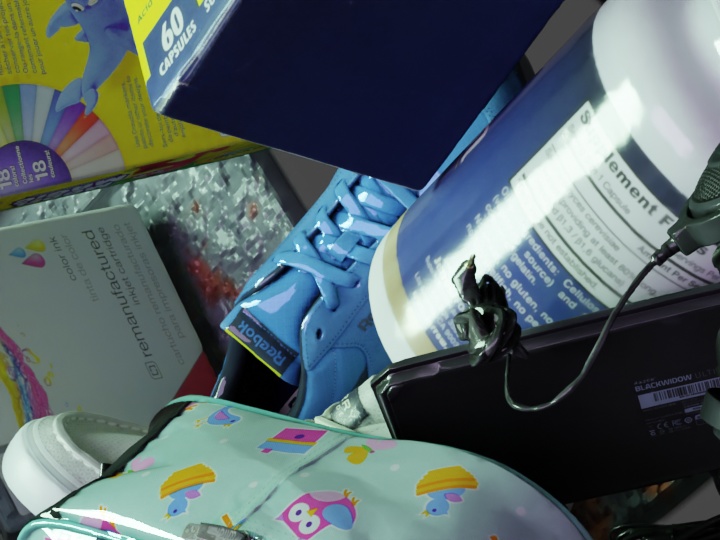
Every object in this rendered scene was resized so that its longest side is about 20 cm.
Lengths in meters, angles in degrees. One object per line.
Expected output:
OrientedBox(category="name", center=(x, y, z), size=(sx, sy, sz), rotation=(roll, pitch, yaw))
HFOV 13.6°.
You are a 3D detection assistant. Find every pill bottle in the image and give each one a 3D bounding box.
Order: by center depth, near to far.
OrientedBox(category="pill bottle", center=(0.101, -0.030, 0.998), size=(0.200, 0.111, 0.111), rotation=(-46, 68, 34))

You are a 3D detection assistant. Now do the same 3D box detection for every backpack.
OrientedBox(category="backpack", center=(-0.007, 0.141, 0.959), size=(0.199, 0.153, 0.176), rotation=(1, 121, 36))

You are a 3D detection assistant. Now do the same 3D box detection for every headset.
OrientedBox(category="headset", center=(0.129, 0.006, 0.911), size=(0.199, 0.094, 0.124), rotation=(-9, 99, -4))

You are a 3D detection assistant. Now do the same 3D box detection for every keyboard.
OrientedBox(category="keyboard", center=(0.113, 0.051, 0.990), size=(0.199, 0.021, 0.127), rotation=(-13, 131, 8))

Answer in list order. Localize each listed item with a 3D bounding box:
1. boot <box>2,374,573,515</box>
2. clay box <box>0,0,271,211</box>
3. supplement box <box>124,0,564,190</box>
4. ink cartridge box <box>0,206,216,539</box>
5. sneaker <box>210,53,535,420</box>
OrientedBox(category="boot", center=(-0.022, 0.072, 1.091), size=(0.096, 0.199, 0.074), rotation=(-60, 20, 23))
OrientedBox(category="clay box", center=(-0.120, -0.085, 1.118), size=(0.048, 0.199, 0.115), rotation=(156, 99, -69))
OrientedBox(category="supplement box", center=(-0.018, -0.143, 1.030), size=(0.109, 0.109, 0.200), rotation=(-54, 36, 32))
OrientedBox(category="ink cartridge box", center=(-0.149, 0.067, 1.153), size=(0.086, 0.200, 0.148), rotation=(-35, 76, 39))
OrientedBox(category="sneaker", center=(0.000, 0.000, 1.110), size=(0.066, 0.078, 0.201), rotation=(45, 121, 27))
